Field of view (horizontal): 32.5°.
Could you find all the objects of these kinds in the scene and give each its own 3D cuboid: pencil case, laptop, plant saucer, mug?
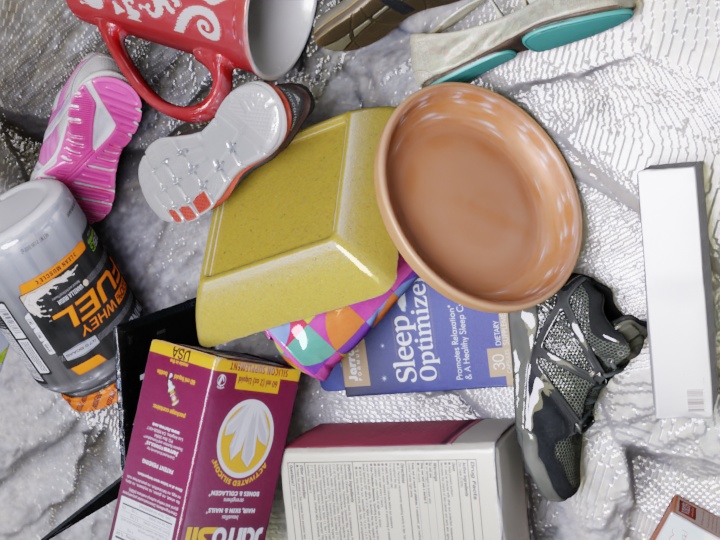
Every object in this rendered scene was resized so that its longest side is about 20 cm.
[{"bbox_3d":[0.000,0.000,1.062,0.088,0.088,0.200,40,85,9],"label":"pencil case"},{"bbox_3d":[-0.215,0.133,1.142,0.102,0.177,0.202,1,98,19],"label":"laptop"},{"bbox_3d":[-0.059,-0.050,1.054,0.199,0.048,0.201,-17,48,28],"label":"plant saucer"},{"bbox_3d":[-0.163,-0.240,1.083,0.199,0.178,0.134,17,146,20],"label":"mug"},{"bbox_3d":[0.094,-0.058,1.019,0.201,0.200,0.037,59,144,3],"label":"plant saucer"}]

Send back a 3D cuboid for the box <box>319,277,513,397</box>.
[{"bbox_3d":[0.044,0.050,1.119,0.198,0.032,0.122,-6,96,20],"label":"box"}]

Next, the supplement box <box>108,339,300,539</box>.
[{"bbox_3d":[-0.134,0.169,1.057,0.085,0.110,0.202,10,88,40],"label":"supplement box"}]

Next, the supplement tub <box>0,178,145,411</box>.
[{"bbox_3d":[-0.279,0.026,1.149,0.122,0.123,0.201,-16,121,20],"label":"supplement tub"}]

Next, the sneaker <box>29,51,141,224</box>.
[{"bbox_3d":[-0.261,-0.124,1.179,0.081,0.089,0.200,19,128,-25],"label":"sneaker"}]

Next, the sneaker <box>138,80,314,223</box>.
[{"bbox_3d":[-0.111,-0.101,1.064,0.199,0.082,0.078,-25,91,40],"label":"sneaker"}]

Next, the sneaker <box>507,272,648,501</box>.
[{"bbox_3d":[0.190,0.099,1.052,0.113,0.076,0.201,-3,92,26],"label":"sneaker"}]

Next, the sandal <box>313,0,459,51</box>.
[{"bbox_3d":[0.041,-0.254,1.062,0.199,0.080,0.054,-25,68,24],"label":"sandal"}]

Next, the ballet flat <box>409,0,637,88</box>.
[{"bbox_3d":[0.129,-0.209,1.037,0.199,0.067,0.063,-18,82,20],"label":"ballet flat"}]

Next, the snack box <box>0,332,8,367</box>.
[{"bbox_3d":[-0.409,0.056,1.184,0.067,0.200,0.170,27,106,14],"label":"snack box"}]

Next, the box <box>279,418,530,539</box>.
[{"bbox_3d":[0.042,0.206,1.100,0.198,0.109,0.129,-4,95,19],"label":"box"}]

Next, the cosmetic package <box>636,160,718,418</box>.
[{"bbox_3d":[0.261,0.014,1.014,0.050,0.082,0.202,-3,96,22],"label":"cosmetic package"}]

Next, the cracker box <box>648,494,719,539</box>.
[{"bbox_3d":[0.324,0.300,1.045,0.199,0.058,0.135,28,105,12],"label":"cracker box"}]
